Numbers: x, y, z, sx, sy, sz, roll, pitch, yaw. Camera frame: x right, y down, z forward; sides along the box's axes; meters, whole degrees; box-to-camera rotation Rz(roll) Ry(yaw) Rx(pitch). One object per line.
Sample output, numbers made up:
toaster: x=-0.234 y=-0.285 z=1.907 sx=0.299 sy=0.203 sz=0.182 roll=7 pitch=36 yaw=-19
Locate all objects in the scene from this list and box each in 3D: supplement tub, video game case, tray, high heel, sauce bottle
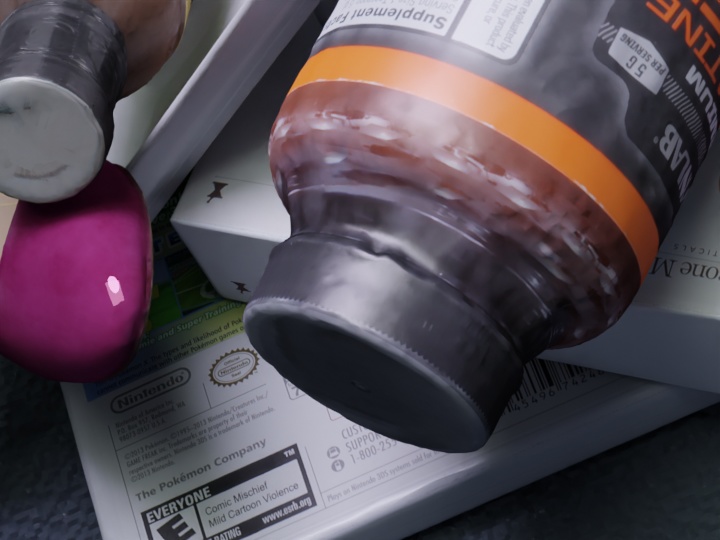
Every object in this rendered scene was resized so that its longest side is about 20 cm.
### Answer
supplement tub: x=0.045 y=-0.054 z=0.735 sx=0.107 sy=0.107 sz=0.200 roll=17 pitch=68 yaw=29
video game case: x=0.000 y=0.000 z=0.858 sx=0.199 sy=0.022 sz=0.183 roll=-24 pitch=53 yaw=5
tray: x=-0.034 y=-0.079 z=0.819 sx=0.200 sy=0.022 sz=0.108 roll=-49 pitch=17 yaw=41
high heel: x=-0.131 y=-0.017 z=0.805 sx=0.200 sy=0.096 sz=0.068 roll=26 pitch=101 yaw=59
sauce bottle: x=-0.079 y=-0.090 z=0.821 sx=0.064 sy=0.065 sz=0.200 roll=-10 pitch=35 yaw=14

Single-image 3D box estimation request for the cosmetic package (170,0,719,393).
cosmetic package: x=0.063 y=-0.050 z=0.822 sx=0.199 sy=0.052 sz=0.151 roll=10 pitch=65 yaw=26
